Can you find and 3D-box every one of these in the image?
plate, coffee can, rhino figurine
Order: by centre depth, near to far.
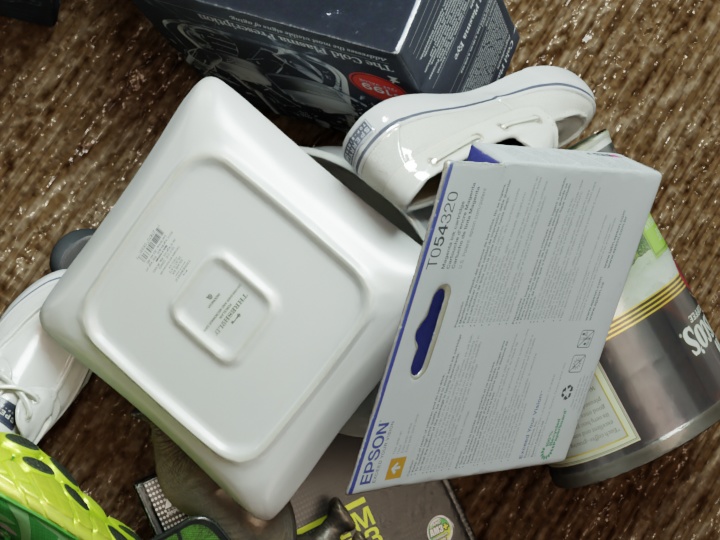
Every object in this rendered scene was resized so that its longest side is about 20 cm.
[{"bbox_3d":[-0.078,0.020,0.869,0.200,0.032,0.200,40,107,8],"label":"plate"},{"bbox_3d":[-0.082,0.129,0.933,0.087,0.060,0.200,-37,88,-4],"label":"rhino figurine"},{"bbox_3d":[0.150,0.026,0.994,0.146,0.146,0.201,-29,92,-13],"label":"coffee can"}]

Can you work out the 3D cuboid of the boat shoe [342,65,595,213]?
[{"bbox_3d":[0.082,-0.072,0.872,0.199,0.071,0.070,-13,56,-43],"label":"boat shoe"}]

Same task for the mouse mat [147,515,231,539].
[{"bbox_3d":[-0.138,0.252,0.919,0.199,0.008,0.161,-29,115,10],"label":"mouse mat"}]

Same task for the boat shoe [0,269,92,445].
[{"bbox_3d":[-0.227,0.091,0.932,0.073,0.065,0.201,30,89,-10],"label":"boat shoe"}]

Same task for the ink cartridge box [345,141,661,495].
[{"bbox_3d":[0.076,0.025,0.840,0.199,0.043,0.197,1,112,-45],"label":"ink cartridge box"}]

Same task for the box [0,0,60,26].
[{"bbox_3d":[-0.273,-0.249,0.897,0.196,0.200,0.118,12,83,-11],"label":"box"}]

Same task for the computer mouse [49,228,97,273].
[{"bbox_3d":[-0.122,0.033,0.996,0.200,0.034,0.059,33,89,-15],"label":"computer mouse"}]

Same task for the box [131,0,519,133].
[{"bbox_3d":[-0.021,-0.165,0.917,0.199,0.182,0.105,19,80,22],"label":"box"}]

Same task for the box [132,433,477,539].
[{"bbox_3d":[-0.026,0.190,0.992,0.199,0.048,0.194,-23,92,-14],"label":"box"}]

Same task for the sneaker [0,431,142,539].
[{"bbox_3d":[-0.196,0.176,0.910,0.083,0.074,0.200,-38,126,-2],"label":"sneaker"}]

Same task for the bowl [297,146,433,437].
[{"bbox_3d":[0.000,0.000,0.943,0.201,0.201,0.090,56,44,-3],"label":"bowl"}]
